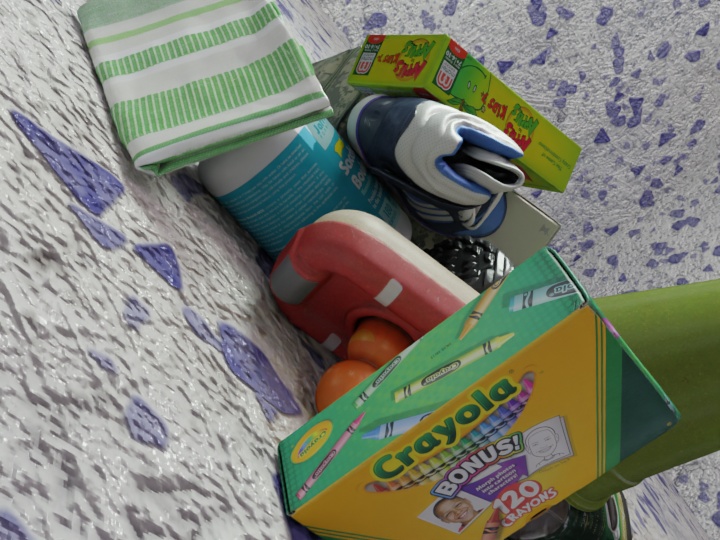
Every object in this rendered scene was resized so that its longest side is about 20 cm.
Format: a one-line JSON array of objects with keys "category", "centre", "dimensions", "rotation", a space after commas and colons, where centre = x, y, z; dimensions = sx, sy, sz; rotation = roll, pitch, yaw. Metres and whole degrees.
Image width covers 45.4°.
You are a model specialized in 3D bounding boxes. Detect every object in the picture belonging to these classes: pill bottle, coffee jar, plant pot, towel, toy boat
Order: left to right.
[{"category": "towel", "centre": [-0.121, -0.161, 0.641], "dimensions": [0.023, 0.152, 0.201], "rotation": [80, -14, -55]}, {"category": "pill bottle", "centre": [-0.056, -0.072, 0.705], "dimensions": [0.200, 0.111, 0.111], "rotation": [48, 14, -23]}, {"category": "toy boat", "centre": [0.013, 0.062, 0.617], "dimensions": [0.200, 0.131, 0.131], "rotation": [36, 55, -6]}, {"category": "coffee jar", "centre": [0.200, 0.233, 0.844], "dimensions": [0.200, 0.085, 0.105], "rotation": [39, 42, -47]}, {"category": "plant pot", "centre": [0.261, 0.091, 0.742], "dimensions": [0.200, 0.189, 0.201], "rotation": [33, 47, -43]}]

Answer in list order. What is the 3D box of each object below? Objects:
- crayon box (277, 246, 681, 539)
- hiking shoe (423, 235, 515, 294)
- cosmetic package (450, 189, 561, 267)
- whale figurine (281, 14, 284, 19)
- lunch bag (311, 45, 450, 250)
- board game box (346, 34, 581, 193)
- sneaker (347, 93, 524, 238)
[{"category": "crayon box", "centre": [0.066, 0.094, 0.496], "dimensions": [0.119, 0.200, 0.058], "rotation": [45, 14, -32]}, {"category": "hiking shoe", "centre": [0.067, 0.036, 0.725], "dimensions": [0.101, 0.200, 0.076], "rotation": [52, 56, -19]}, {"category": "cosmetic package", "centre": [0.124, -0.050, 0.923], "dimensions": [0.071, 0.105, 0.200], "rotation": [33, 8, -18]}, {"category": "whale figurine", "centre": [-0.100, -0.214, 0.933], "dimensions": [0.200, 0.104, 0.159], "rotation": [48, 13, -12]}, {"category": "lunch bag", "centre": [0.005, -0.116, 0.864], "dimensions": [0.167, 0.140, 0.200], "rotation": [17, -23, 50]}, {"category": "board game box", "centre": [0.095, -0.135, 0.755], "dimensions": [0.200, 0.048, 0.101], "rotation": [27, -6, -40]}, {"category": "sneaker", "centre": [0.089, -0.067, 0.698], "dimensions": [0.200, 0.081, 0.146], "rotation": [35, -2, -38]}]
